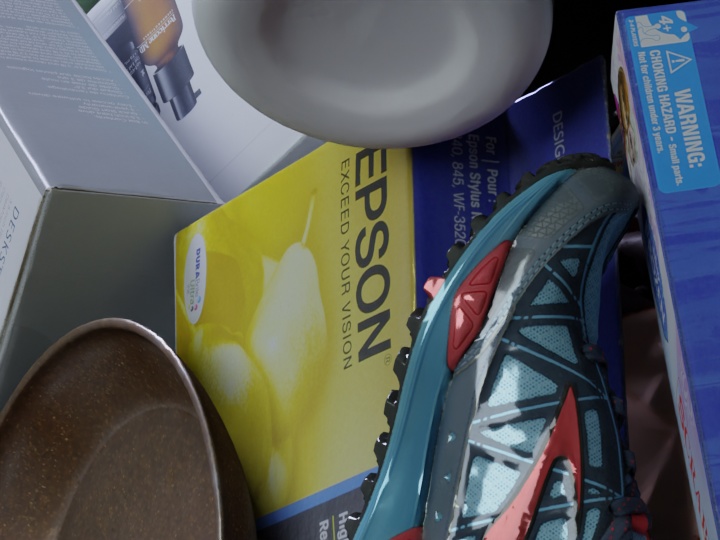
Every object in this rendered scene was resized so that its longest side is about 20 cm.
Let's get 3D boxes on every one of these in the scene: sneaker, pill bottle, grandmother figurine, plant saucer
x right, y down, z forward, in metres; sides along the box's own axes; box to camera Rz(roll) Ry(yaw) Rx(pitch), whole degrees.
[{"bbox_3d":[0.053,0.068,0.708,0.095,0.079,0.201,19,87,19],"label":"sneaker"},{"bbox_3d":[0.011,-0.146,0.807,0.112,0.112,0.201,-26,41,34],"label":"pill bottle"},{"bbox_3d":[0.083,0.036,0.795,0.121,0.061,0.200,-45,38,9],"label":"grandmother figurine"},{"bbox_3d":[-0.087,0.118,0.861,0.200,0.036,0.202,-24,61,52],"label":"plant saucer"}]

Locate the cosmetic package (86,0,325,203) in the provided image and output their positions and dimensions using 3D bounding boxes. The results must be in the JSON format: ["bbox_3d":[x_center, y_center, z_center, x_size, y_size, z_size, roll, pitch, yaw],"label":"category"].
[{"bbox_3d":[-0.055,-0.078,1.047,0.200,0.052,0.151,-42,50,24],"label":"cosmetic package"}]

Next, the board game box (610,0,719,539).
[{"bbox_3d":[0.183,0.006,0.697,0.198,0.041,0.201,-8,61,0],"label":"board game box"}]

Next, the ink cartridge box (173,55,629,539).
[{"bbox_3d":[0.006,0.050,0.814,0.200,0.047,0.199,-31,53,50],"label":"ink cartridge box"}]

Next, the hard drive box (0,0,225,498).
[{"bbox_3d":[-0.144,-0.012,1.007,0.200,0.076,0.157,53,130,49],"label":"hard drive box"}]

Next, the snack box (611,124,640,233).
[{"bbox_3d":[0.161,-0.030,0.814,0.199,0.024,0.072,12,61,47],"label":"snack box"}]
